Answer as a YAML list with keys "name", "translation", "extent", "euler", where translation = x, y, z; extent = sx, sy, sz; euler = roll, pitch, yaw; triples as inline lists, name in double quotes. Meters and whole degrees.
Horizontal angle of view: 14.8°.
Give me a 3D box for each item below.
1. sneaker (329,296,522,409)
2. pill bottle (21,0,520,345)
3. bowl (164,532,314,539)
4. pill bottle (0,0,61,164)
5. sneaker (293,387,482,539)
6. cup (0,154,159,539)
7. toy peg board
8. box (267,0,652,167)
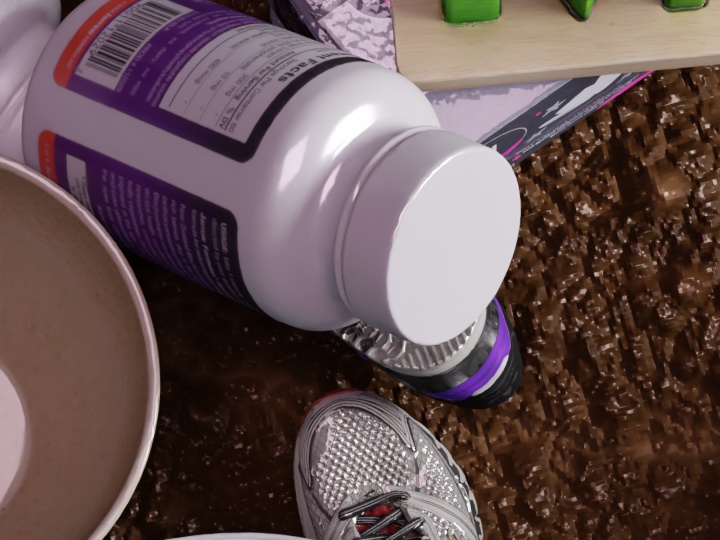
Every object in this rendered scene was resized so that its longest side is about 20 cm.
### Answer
- name: "sneaker"
  translation: [0.000, 0.001, 1.234]
  extent: [0.070, 0.099, 0.200]
  euler: [-48, 52, 2]
- name: "pill bottle"
  translation: [-0.036, -0.041, 1.140]
  extent: [0.199, 0.111, 0.112]
  euler: [24, 80, 37]
- name: "bowl"
  translation: [-0.053, 0.204, 1.114]
  extent: [0.199, 0.201, 0.106]
  euler: [-2, 118, 1]
- name: "pill bottle"
  translation: [-0.204, -0.110, 1.239]
  extent: [0.200, 0.111, 0.111]
  euler: [36, 83, 7]
- name: "sneaker"
  translation: [0.029, 0.143, 1.204]
  extent: [0.077, 0.082, 0.201]
  euler: [-24, 80, -3]
- name: "cup"
  translation: [-0.189, 0.061, 1.185]
  extent: [0.199, 0.143, 0.202]
  euler: [2, 76, -7]
- name: "toy peg board"
  translation: [0.105, -0.190, 1.138]
  extent: [0.199, 0.098, 0.200]
  euler: [-5, 79, 0]
- name: "box"
  translation: [0.070, -0.134, 1.235]
  extent: [0.199, 0.115, 0.132]
  euler: [-34, 81, -5]
